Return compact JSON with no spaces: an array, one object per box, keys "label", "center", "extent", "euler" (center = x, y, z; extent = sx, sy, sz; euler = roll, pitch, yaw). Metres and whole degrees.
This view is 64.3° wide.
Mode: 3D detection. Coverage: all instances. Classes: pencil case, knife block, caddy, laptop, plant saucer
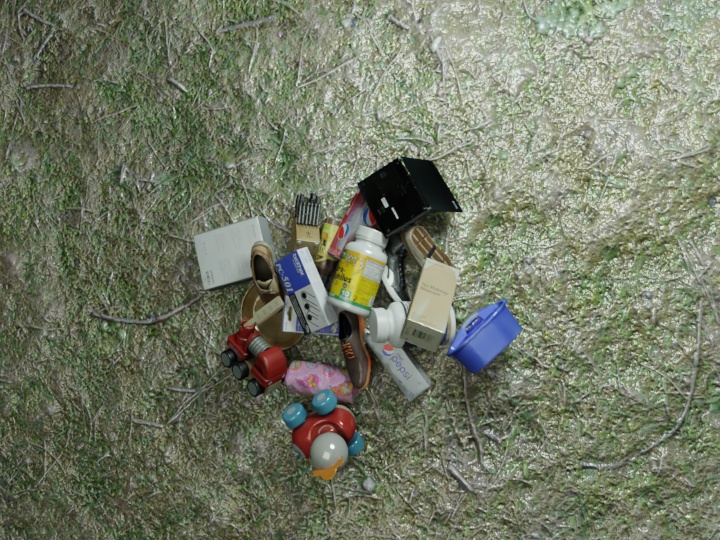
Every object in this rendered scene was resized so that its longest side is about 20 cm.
[{"label":"pencil case","center":[-0.099,0.292,1.506],"extent":[0.196,0.087,0.089],"euler":[7,90,13]},{"label":"knife block","center":[-0.152,-0.104,1.533],"extent":[0.063,0.178,0.202],"euler":[7,135,-14]},{"label":"caddy","center":[0.296,0.153,1.391],"extent":[0.200,0.141,0.105],"euler":[-45,84,7]},{"label":"laptop","center":[0.122,-0.182,1.428],"extent":[0.198,0.103,0.179],"euler":[-31,63,7]},{"label":"plant saucer","center":[-0.229,0.116,1.560],"extent":[0.196,0.035,0.205],"euler":[0,88,11]}]

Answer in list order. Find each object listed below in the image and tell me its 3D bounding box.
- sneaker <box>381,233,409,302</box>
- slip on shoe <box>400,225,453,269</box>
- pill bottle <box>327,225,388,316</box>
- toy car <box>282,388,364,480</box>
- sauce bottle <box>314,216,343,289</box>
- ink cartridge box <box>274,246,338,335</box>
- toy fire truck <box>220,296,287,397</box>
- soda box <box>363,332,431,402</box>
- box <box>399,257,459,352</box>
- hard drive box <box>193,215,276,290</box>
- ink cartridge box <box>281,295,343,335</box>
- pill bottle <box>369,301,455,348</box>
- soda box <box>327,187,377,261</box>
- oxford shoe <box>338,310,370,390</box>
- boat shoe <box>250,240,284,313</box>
[{"label":"sneaker","center":[0.101,-0.012,1.471],"extent":[0.111,0.073,0.202],"euler":[-32,81,11]},{"label":"slip on shoe","center":[0.169,-0.028,1.445],"extent":[0.201,0.060,0.076],"euler":[49,66,-22]},{"label":"pill bottle","center":[0.000,0.000,1.403],"extent":[0.111,0.113,0.204],"euler":[19,88,12]},{"label":"toy car","center":[-0.093,0.438,1.408],"extent":[0.174,0.201,0.186],"euler":[-25,112,10]},{"label":"sauce bottle","center":[-0.088,-0.040,1.518],"extent":[0.063,0.065,0.204],"euler":[14,90,12]},{"label":"ink cartridge box","center":[-0.137,0.053,1.446],"extent":[0.093,0.044,0.203],"euler":[-24,89,38]},{"label":"toy fire truck","center":[-0.247,0.185,1.463],"extent":[0.175,0.128,0.203],"euler":[39,126,26]},{"label":"soda box","center":[0.097,0.231,1.471],"extent":[0.068,0.063,0.201],"euler":[-39,81,10]},{"label":"box","center":[0.164,0.077,1.335],"extent":[0.093,0.078,0.202],"euler":[19,48,2]},{"label":"hard drive box","center":[-0.340,-0.045,1.568],"extent":[0.196,0.077,0.159],"euler":[-14,86,12]},{"label":"ink cartridge box","center":[-0.105,0.119,1.507],"extent":[0.195,0.037,0.097],"euler":[4,88,-6]},{"label":"pill bottle","center":[0.125,0.132,1.407],"extent":[0.196,0.111,0.114],"euler":[-1,88,-15]},{"label":"soda box","center":[-0.007,-0.114,1.479],"extent":[0.063,0.069,0.203],"euler":[22,85,53]},{"label":"oxford shoe","center":[-0.025,0.199,1.436],"extent":[0.070,0.072,0.204],"euler":[-20,71,30]},{"label":"boat shoe","center":[-0.246,0.028,1.479],"extent":[0.074,0.072,0.204],"euler":[-10,115,8]}]
